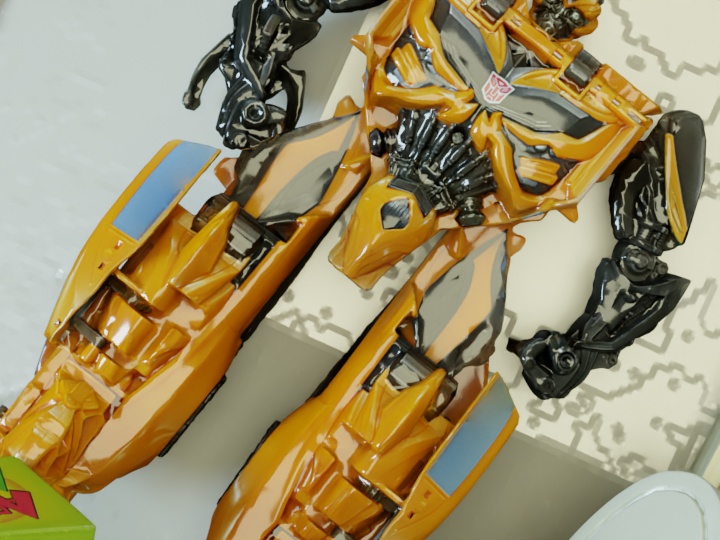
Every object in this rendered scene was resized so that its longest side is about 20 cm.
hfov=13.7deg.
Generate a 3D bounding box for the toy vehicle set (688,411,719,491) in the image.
[{"bbox_3d":[0.120,0.133,0.812,0.124,0.027,0.200,27,89,-1],"label":"toy vehicle set"}]

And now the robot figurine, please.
[{"bbox_3d":[0.000,0.000,0.792,0.145,0.058,0.200,38,90,1],"label":"robot figurine"}]

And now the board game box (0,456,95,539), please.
[{"bbox_3d":[-0.134,0.150,0.746,0.101,0.048,0.200,-1,110,-34],"label":"board game box"}]

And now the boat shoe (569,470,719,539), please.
[{"bbox_3d":[0.065,0.152,0.775,0.062,0.073,0.200,24,81,-37],"label":"boat shoe"}]
